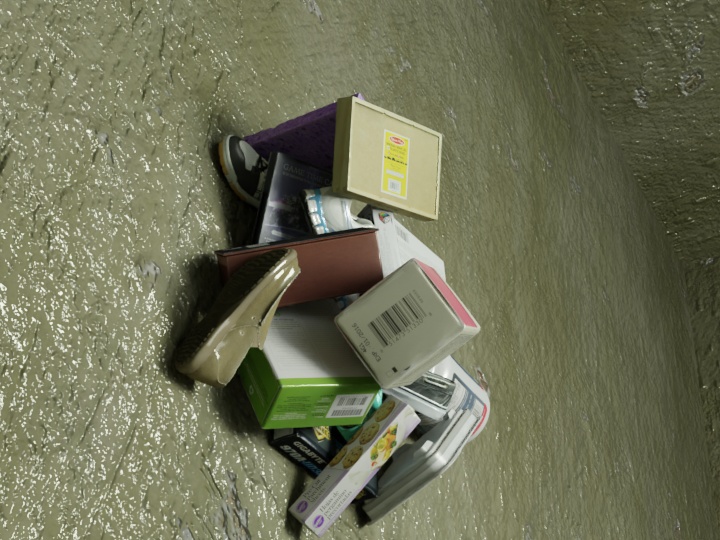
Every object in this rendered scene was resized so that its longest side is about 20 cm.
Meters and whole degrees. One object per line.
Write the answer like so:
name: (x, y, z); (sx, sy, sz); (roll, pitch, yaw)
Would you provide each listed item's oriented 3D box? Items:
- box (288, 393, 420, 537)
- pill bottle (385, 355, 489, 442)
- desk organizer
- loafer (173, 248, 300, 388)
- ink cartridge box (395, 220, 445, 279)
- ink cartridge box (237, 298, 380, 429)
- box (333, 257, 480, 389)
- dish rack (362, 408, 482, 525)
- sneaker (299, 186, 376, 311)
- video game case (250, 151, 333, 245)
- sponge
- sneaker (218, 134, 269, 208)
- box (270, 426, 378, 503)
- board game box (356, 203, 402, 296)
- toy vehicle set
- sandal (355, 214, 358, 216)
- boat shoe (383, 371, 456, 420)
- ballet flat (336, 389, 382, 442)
box: (-0.006, 0.245, 1.487); (0.200, 0.041, 0.039); (-47, 127, -13)
pill bottle: (0.105, 0.179, 1.808); (0.200, 0.119, 0.120); (46, 34, -41)
desk organizer: (-0.075, -0.001, 1.474); (0.072, 0.200, 0.077); (-168, -111, -73)
loafer: (-0.137, 0.056, 1.383); (0.200, 0.076, 0.067); (-49, 119, -18)
ink cartridge box: (0.087, 0.024, 1.971); (0.200, 0.044, 0.174); (38, 41, -50)
ink cartridge box: (-0.082, 0.099, 1.483); (0.148, 0.076, 0.200); (2, 39, -32)
box: (0.063, 0.068, 1.477); (0.109, 0.128, 0.200); (53, 6, 9)
dish rack: (0.081, 0.268, 1.660); (0.044, 0.172, 0.200); (49, 26, 2)
sneaker: (-0.014, -0.023, 1.563); (0.075, 0.087, 0.200); (-125, -162, -66)
video game case: (-0.085, -0.044, 1.574); (0.143, 0.019, 0.200); (17, 82, -46)
sponge: (-0.058, -0.166, 1.629); (0.112, 0.200, 0.030); (53, 35, -32)
sneaker: (-0.114, -0.116, 1.615); (0.200, 0.088, 0.076); (53, 31, -31)
box: (-0.044, 0.201, 1.577); (0.200, 0.046, 0.159); (45, 35, -42)
board game box: (0.000, 0.000, 1.656); (0.035, 0.200, 0.126); (1, 66, -24)
toy vehicle set: (0.039, -0.145, 1.568); (0.200, 0.026, 0.124); (15, 76, -50)
sandal: (0.004, -0.073, 1.753); (0.212, 0.070, 0.078); (43, 2, -7)
boat shoe: (0.044, 0.139, 1.681); (0.200, 0.071, 0.072); (29, 3, -11)
ballet flat: (-0.003, 0.140, 1.566); (0.070, 0.067, 0.200); (48, 33, -51)
